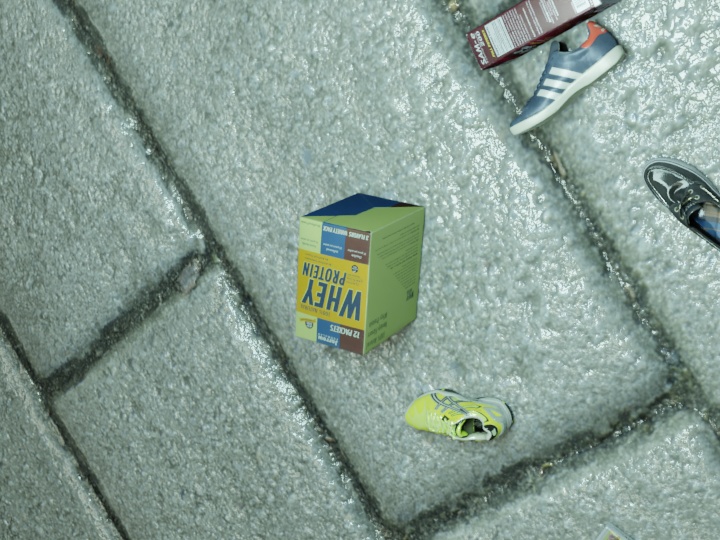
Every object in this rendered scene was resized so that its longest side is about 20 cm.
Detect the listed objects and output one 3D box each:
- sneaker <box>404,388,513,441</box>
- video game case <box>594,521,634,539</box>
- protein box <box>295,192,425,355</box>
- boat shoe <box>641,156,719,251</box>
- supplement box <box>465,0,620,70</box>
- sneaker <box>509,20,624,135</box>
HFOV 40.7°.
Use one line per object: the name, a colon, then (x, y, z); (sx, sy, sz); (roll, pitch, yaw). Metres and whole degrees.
sneaker: (0.157, 0.250, 1.658); (0.197, 0.076, 0.077); (-5, 104, 32)
video game case: (0.437, 0.545, 1.613); (0.181, 0.022, 0.202); (36, 120, 17)
protein box: (0.000, 0.000, 1.604); (0.133, 0.198, 0.204); (13, 111, 26)
boat shoe: (0.479, -0.085, 1.378); (0.200, 0.066, 0.070); (45, 121, 11)
supplement box: (0.262, -0.364, 1.399); (0.198, 0.108, 0.062); (-24, 93, 34)
sneaker: (0.288, -0.285, 1.431); (0.199, 0.075, 0.085); (-39, 86, 23)
